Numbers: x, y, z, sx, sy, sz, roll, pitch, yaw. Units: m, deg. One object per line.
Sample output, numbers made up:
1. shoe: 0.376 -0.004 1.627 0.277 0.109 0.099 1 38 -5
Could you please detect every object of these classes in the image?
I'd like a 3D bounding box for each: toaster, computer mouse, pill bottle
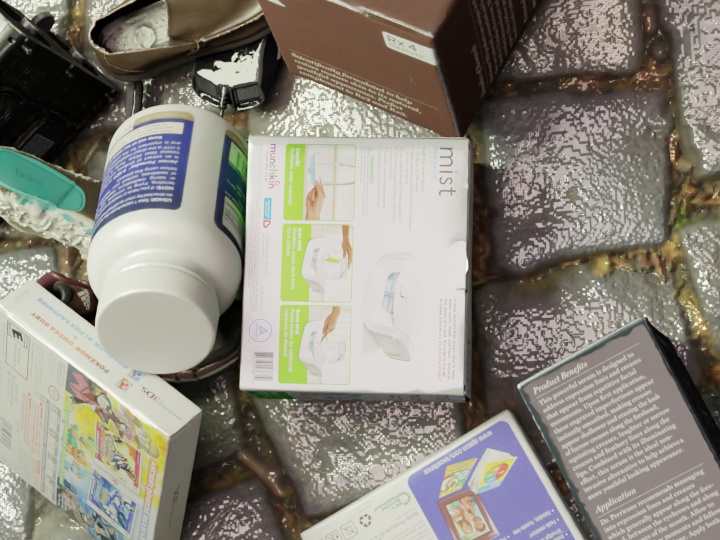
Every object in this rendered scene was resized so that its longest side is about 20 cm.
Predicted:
1. toaster: -0.327 -0.136 1.525 0.200 0.181 0.119 -47 67 7
2. computer mouse: -0.128 -0.178 1.542 0.140 0.046 0.201 3 89 21
3. pill bottle: -0.148 -0.023 1.419 0.119 0.120 0.200 -13 42 15

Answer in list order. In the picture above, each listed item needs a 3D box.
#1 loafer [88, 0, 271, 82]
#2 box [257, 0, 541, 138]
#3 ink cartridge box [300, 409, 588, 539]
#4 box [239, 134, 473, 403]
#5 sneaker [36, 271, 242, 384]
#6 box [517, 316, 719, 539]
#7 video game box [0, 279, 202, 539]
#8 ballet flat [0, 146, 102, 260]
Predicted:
1. loafer: -0.135 -0.209 1.483 0.200 0.071 0.073 -27 79 17
2. box: 0.042 -0.243 1.407 0.166 0.164 0.200 24 74 20
3. ink cartridge box: 0.083 0.242 1.418 0.197 0.047 0.200 -32 76 9
4. box: 0.000 0.000 1.430 0.176 0.097 0.201 0 82 4
5. sneaker: -0.192 0.042 1.483 0.199 0.116 0.076 -7 63 16
6. box: 0.216 0.150 1.333 0.107 0.148 0.200 -29 75 11
7. video game box: -0.214 0.129 1.456 0.182 0.200 0.047 38 51 19
8. ballet flat: -0.233 -0.043 1.515 0.200 0.072 0.072 26 90 -21
